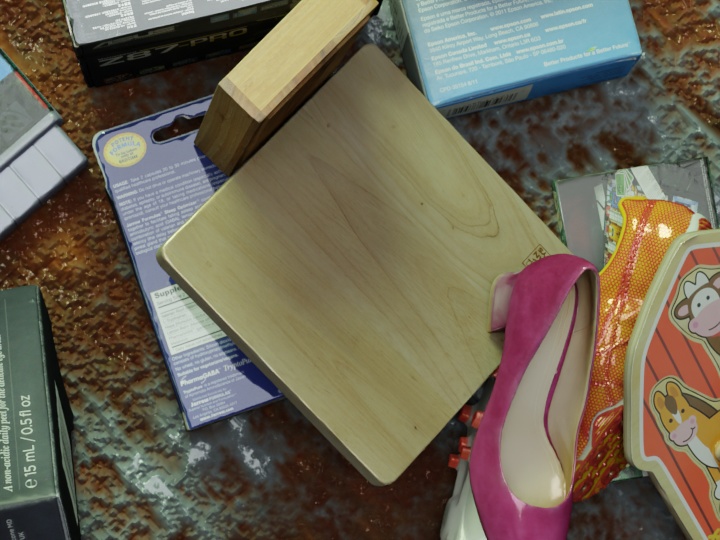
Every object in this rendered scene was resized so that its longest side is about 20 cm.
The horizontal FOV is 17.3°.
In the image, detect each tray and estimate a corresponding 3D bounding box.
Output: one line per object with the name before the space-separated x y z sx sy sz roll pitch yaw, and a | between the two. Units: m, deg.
tray | -0.047 -0.115 1.421 0.037 0.200 0.099 44 80 -1

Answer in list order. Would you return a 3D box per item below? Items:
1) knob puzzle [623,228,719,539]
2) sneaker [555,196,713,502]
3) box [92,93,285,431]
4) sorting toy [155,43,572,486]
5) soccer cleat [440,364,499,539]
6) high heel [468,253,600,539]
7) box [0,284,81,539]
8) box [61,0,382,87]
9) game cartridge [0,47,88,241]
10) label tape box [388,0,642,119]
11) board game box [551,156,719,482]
knob puzzle | 0.246 0.062 1.479 0.219 0.030 0.220 -6 103 -26
sneaker | 0.161 0.051 1.502 0.077 0.073 0.200 20 86 30
box | -0.087 -0.010 1.523 0.121 0.032 0.201 -18 87 -6
sorting toy | 0.000 0.000 1.483 0.200 0.070 0.199 46 68 -6
soccer cleat | 0.092 0.143 1.505 0.077 0.069 0.201 16 90 -7
high heel | 0.116 0.091 1.421 0.067 0.096 0.201 7 82 -25
box | -0.272 0.126 1.408 0.199 0.197 0.118 -11 129 -4
box | -0.084 -0.169 1.476 0.199 0.161 0.049 -14 85 -5
game cartridge | -0.284 -0.106 1.524 0.130 0.038 0.200 -42 88 -2
label tape box | 0.086 -0.211 1.538 0.144 0.063 0.201 -14 83 -4
board game box | 0.191 0.032 1.540 0.104 0.023 0.201 -8 85 -5
